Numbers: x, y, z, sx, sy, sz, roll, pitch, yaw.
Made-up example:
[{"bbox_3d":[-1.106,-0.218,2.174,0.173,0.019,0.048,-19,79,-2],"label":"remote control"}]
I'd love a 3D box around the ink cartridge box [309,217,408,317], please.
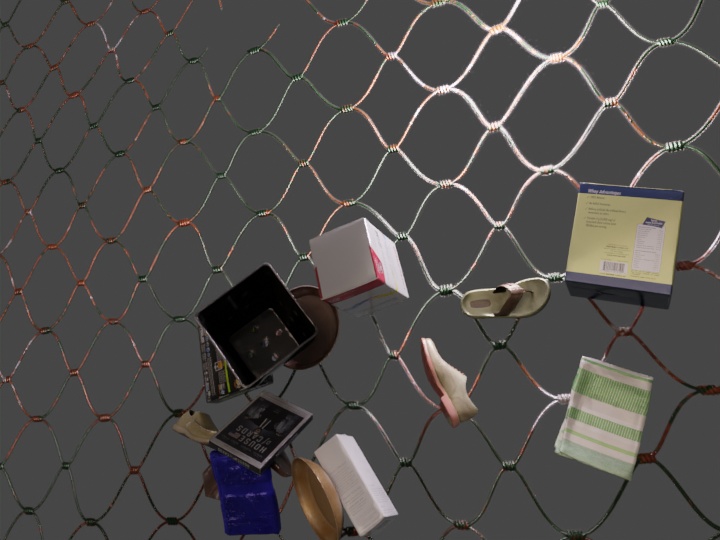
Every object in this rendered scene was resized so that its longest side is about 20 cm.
[{"bbox_3d":[0.000,0.000,1.505,0.142,0.199,0.148,-21,67,18],"label":"ink cartridge box"}]

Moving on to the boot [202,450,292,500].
[{"bbox_3d":[-0.270,0.479,1.563,0.186,0.064,0.201,40,95,29],"label":"boot"}]

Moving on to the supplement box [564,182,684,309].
[{"bbox_3d":[0.524,-0.048,1.331,0.196,0.134,0.204,8,79,24],"label":"supplement box"}]

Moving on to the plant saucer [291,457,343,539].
[{"bbox_3d":[-0.087,0.490,1.438,0.035,0.202,0.202,-19,61,-28],"label":"plant saucer"}]

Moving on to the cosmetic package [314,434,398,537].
[{"bbox_3d":[-0.009,0.458,1.435,0.074,0.102,0.201,-39,63,6],"label":"cosmetic package"}]

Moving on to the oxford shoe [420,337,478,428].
[{"bbox_3d":[0.187,0.232,1.444,0.072,0.071,0.203,-20,70,-7],"label":"oxford shoe"}]

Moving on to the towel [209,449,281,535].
[{"bbox_3d":[-0.262,0.502,1.511,0.144,0.050,0.205,-7,100,18],"label":"towel"}]

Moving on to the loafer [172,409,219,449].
[{"bbox_3d":[-0.381,0.378,1.609,0.197,0.075,0.069,5,66,43],"label":"loafer"}]

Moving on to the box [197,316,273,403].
[{"bbox_3d":[-0.310,0.204,1.649,0.190,0.047,0.204,-23,68,24],"label":"box"}]

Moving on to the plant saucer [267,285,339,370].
[{"bbox_3d":[-0.134,0.140,1.614,0.196,0.034,0.205,-7,72,22],"label":"plant saucer"}]

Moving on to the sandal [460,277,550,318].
[{"bbox_3d":[0.308,0.064,1.434,0.197,0.057,0.082,-13,71,19],"label":"sandal"}]

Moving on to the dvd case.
[{"bbox_3d":[-0.223,0.361,1.517,0.148,0.200,0.025,19,124,25],"label":"dvd case"}]

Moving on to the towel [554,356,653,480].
[{"bbox_3d":[0.480,0.286,1.319,0.150,0.023,0.204,15,81,25],"label":"towel"}]

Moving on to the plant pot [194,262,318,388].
[{"bbox_3d":[-0.225,0.145,1.506,0.199,0.178,0.200,-36,74,-15],"label":"plant pot"}]
